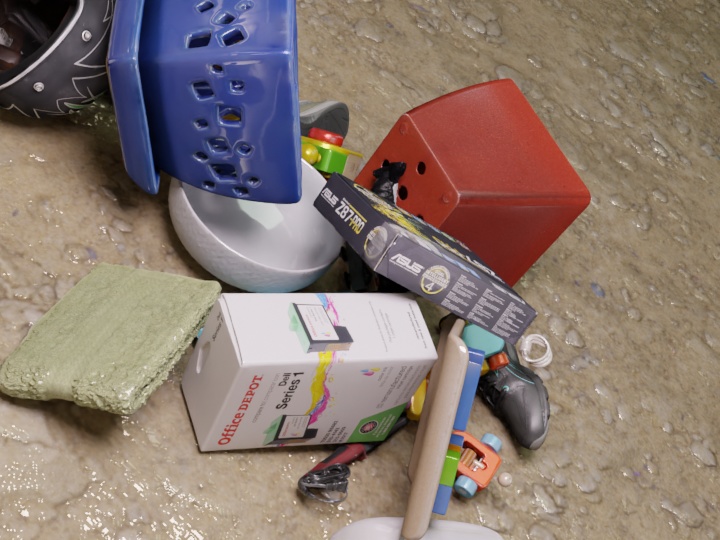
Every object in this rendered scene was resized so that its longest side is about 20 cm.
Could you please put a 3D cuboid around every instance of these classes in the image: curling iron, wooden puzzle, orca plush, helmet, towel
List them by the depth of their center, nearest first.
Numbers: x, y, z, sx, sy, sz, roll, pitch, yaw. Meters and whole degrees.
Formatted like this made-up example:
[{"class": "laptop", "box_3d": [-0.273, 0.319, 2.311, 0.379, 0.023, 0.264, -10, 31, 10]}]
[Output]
[{"class": "towel", "box_3d": [-0.223, 0.058, 1.092, 0.148, 0.037, 0.200, 7, 34, 17]}, {"class": "wooden puzzle", "box_3d": [0.082, 0.142, 1.121, 0.046, 0.186, 0.200, 13, 5, 2]}, {"class": "curling iron", "box_3d": [0.001, 0.183, 1.192, 0.049, 0.026, 0.200, 17, 21, 24]}, {"class": "helmet", "box_3d": [-0.333, -0.256, 1.243, 0.191, 0.200, 0.200, 56, 38, -10]}, {"class": "orca plush", "box_3d": [0.023, -0.022, 1.317, 0.105, 0.201, 0.071, 11, 1, 28]}]

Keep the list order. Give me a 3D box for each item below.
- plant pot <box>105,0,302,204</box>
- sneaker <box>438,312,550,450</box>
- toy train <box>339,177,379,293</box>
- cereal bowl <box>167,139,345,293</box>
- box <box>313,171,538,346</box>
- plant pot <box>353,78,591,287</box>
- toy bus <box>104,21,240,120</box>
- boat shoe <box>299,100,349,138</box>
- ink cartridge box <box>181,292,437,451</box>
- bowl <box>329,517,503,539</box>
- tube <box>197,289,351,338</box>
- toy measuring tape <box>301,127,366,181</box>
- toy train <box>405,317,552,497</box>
[{"class": "plant pot", "box_3d": [-0.150, -0.195, 1.191, 0.179, 0.200, 0.200, -3, 47, -3]}, {"class": "sneaker", "box_3d": [0.150, 0.121, 1.352, 0.079, 0.076, 0.200, -2, 46, -22]}, {"class": "toy train", "box_3d": [0.000, 0.000, 1.267, 0.046, 0.034, 0.201, 21, 58, -70]}, {"class": "cereal bowl", "box_3d": [-0.119, -0.051, 1.289, 0.200, 0.083, 0.200, 21, 42, -20]}, {"class": "box", "box_3d": [0.064, -0.013, 1.200, 0.200, 0.049, 0.161, 28, 14, -33]}, {"class": "plant pot", "box_3d": [0.112, -0.094, 1.412, 0.176, 0.200, 0.200, -4, 55, -42]}, {"class": "toy bus", "box_3d": [-0.198, -0.269, 1.358, 0.200, 0.192, 0.136, 31, 41, -6]}, {"class": "boat shoe", "box_3d": [-0.094, -0.167, 1.442, 0.065, 0.075, 0.202, 17, 30, 33]}, {"class": "ink cartridge box", "box_3d": [-0.051, 0.095, 1.127, 0.199, 0.145, 0.084, 0, 50, -27]}, {"class": "bowl", "box_3d": [0.080, 0.313, 1.095, 0.199, 0.075, 0.200, 13, 46, -30]}, {"class": "tube", "box_3d": [-0.084, 0.059, 1.242, 0.200, 0.051, 0.077, -10, 36, -39]}, {"class": "toy measuring tape", "box_3d": [-0.034, -0.130, 1.437, 0.074, 0.074, 0.200, 52, 17, 17]}, {"class": "toy train", "box_3d": [0.117, 0.139, 1.280, 0.150, 0.056, 0.200, 32, 62, 0]}]
